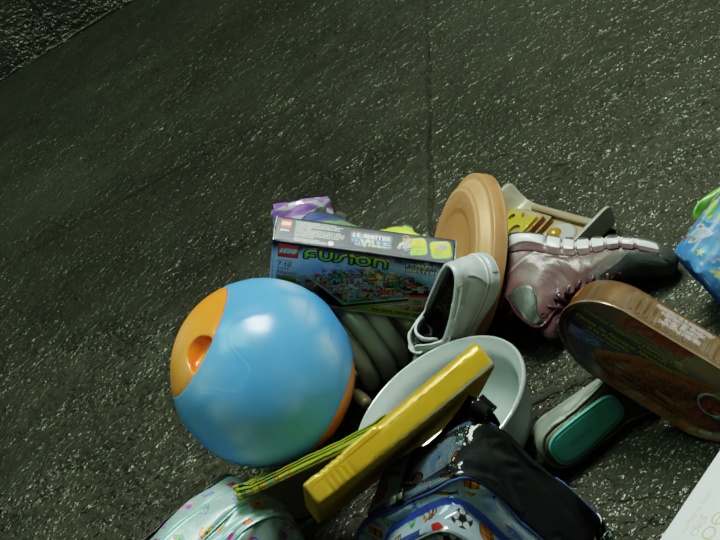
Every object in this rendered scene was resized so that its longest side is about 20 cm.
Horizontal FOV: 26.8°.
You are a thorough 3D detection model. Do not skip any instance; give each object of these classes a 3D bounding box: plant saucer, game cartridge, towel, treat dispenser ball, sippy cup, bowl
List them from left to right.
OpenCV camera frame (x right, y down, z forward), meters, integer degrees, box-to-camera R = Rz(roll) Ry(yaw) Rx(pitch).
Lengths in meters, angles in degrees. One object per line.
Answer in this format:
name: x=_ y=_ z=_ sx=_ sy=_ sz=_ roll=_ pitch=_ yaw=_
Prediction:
treat dispenser ball: x=-0.105 y=0.109 z=1.618 sx=0.200 sy=0.201 sz=0.202 roll=-27 pitch=30 yaw=17
towel: x=-0.033 y=0.179 z=1.519 sx=0.199 sy=0.018 sz=0.086 roll=-28 pitch=-3 yaw=26
game cartridge: x=0.031 y=0.154 z=1.388 sx=0.199 sy=0.033 sz=0.176 roll=-36 pitch=-12 yaw=-10
bowl: x=0.101 y=0.169 z=1.536 sx=0.200 sy=0.091 sz=0.202 roll=-28 pitch=29 yaw=17
plant saucer: x=0.116 y=-0.011 z=1.709 sx=0.200 sy=0.032 sz=0.202 roll=-172 pitch=90 yaw=-75
sippy cup: x=0.385 y=-0.028 z=1.479 sx=0.130 sy=0.140 sz=0.178 roll=-45 pitch=-11 yaw=6

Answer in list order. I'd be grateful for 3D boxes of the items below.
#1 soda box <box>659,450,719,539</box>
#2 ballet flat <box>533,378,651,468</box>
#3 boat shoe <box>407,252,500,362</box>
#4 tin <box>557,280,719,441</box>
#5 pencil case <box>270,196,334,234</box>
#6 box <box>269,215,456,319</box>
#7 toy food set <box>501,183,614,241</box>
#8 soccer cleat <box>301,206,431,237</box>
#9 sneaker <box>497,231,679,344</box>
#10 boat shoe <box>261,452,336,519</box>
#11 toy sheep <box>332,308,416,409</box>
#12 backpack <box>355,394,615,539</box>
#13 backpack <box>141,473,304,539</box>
soda box: x=0.291 y=0.239 z=1.247 sx=0.068 sy=0.064 sz=0.200 roll=8 pitch=52 yaw=53
ballet flat: x=0.252 y=0.117 z=1.471 sx=0.199 sy=0.068 sz=0.064 roll=-34 pitch=17 yaw=3
boat shoe: x=0.086 y=0.066 z=1.625 sx=0.072 sy=0.068 sz=0.201 roll=61 pitch=141 yaw=33
tin: x=0.275 y=0.081 z=1.379 sx=0.042 sy=0.199 sz=0.112 roll=-52 pitch=-13 yaw=-29
pencil case: x=-0.058 y=0.009 z=1.855 sx=0.083 sy=0.202 sz=0.085 roll=-7 pitch=-3 yaw=-28
box: x=0.000 y=0.000 z=1.656 sx=0.198 sy=0.111 sz=0.035 roll=7 pitch=52 yaw=0
toy food set: x=0.188 y=-0.037 z=1.772 sx=0.144 sy=0.061 sz=0.200 roll=-45 pitch=30 yaw=-14
soccer cleat: x=0.005 y=-0.017 z=1.750 sx=0.199 sy=0.065 sz=0.084 roll=14 pitch=52 yaw=29
sneaker: x=0.239 y=0.025 z=1.622 sx=0.198 sy=0.076 sz=0.117 roll=2 pitch=70 yaw=23
boat shoe: x=-0.097 y=0.243 z=1.669 sx=0.199 sy=0.073 sz=0.063 roll=-33 pitch=31 yaw=17
toy sheep: x=0.006 y=0.074 z=1.748 sx=0.199 sy=0.139 sz=0.138 roll=-36 pitch=28 yaw=-12
backpack: x=0.094 y=0.240 z=1.356 sx=0.190 sy=0.200 sz=0.154 roll=-29 pitch=20 yaw=49
backpack: x=-0.154 y=0.314 z=1.564 sx=0.126 sy=0.168 sz=0.200 roll=26 pitch=59 yaw=41
